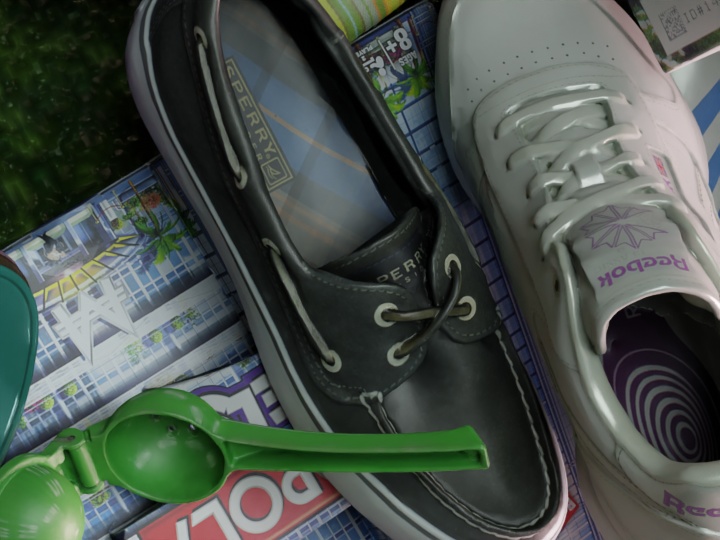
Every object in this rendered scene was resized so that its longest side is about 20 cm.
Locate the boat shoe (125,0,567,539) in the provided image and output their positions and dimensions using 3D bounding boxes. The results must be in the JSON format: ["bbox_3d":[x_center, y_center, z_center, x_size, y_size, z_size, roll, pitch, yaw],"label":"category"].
[{"bbox_3d":[0.000,0.000,0.729,0.069,0.057,0.200,-35,95,-24],"label":"boat shoe"}]

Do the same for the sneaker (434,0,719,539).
[{"bbox_3d":[0.076,-0.014,0.728,0.075,0.100,0.200,-20,71,-4],"label":"sneaker"}]

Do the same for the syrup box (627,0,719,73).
[{"bbox_3d":[0.089,-0.167,0.728,0.081,0.079,0.200,-26,89,-25],"label":"syrup box"}]

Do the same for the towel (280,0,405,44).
[{"bbox_3d":[0.036,-0.153,0.781,0.200,0.018,0.086,-39,98,-22],"label":"towel"}]

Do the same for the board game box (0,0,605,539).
[{"bbox_3d":[-0.015,0.054,0.779,0.200,0.062,0.200,-33,94,-24],"label":"board game box"}]

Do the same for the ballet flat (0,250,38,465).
[{"bbox_3d":[-0.152,0.082,0.708,0.069,0.071,0.200,24,82,-32],"label":"ballet flat"}]

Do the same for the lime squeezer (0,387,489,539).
[{"bbox_3d":[-0.069,0.072,0.696,0.200,0.038,0.071,-23,54,-9],"label":"lime squeezer"}]

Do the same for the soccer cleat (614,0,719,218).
[{"bbox_3d":[0.093,-0.063,0.838,0.070,0.086,0.200,7,82,23],"label":"soccer cleat"}]
